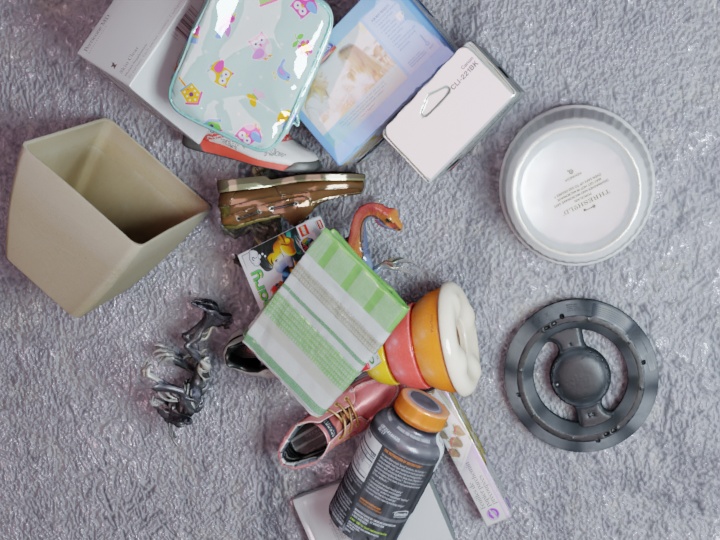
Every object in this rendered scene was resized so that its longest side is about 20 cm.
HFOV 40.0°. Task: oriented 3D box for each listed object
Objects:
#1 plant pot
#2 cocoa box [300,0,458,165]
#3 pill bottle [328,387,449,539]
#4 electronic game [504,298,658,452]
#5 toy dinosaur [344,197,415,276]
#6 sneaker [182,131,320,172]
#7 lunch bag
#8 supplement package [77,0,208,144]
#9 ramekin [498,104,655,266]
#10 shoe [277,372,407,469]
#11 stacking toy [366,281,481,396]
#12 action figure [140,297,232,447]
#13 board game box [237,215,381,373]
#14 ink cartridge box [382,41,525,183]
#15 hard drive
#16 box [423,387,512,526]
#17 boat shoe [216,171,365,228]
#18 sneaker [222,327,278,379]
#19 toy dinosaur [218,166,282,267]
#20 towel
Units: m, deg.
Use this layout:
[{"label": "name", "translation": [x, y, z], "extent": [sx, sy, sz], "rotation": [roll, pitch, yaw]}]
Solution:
[{"label": "plant pot", "translation": [-0.360, -0.060, 1.333], "extent": [0.199, 0.200, 0.178], "rotation": [41, 116, 4]}, {"label": "cocoa box", "translation": [0.016, -0.247, 1.238], "extent": [0.200, 0.131, 0.134], "rotation": [-42, 88, 16]}, {"label": "pill bottle", "translation": [0.043, 0.255, 1.298], "extent": [0.105, 0.106, 0.202], "rotation": [28, 106, 7]}, {"label": "electronic game", "translation": [0.286, 0.137, 1.285], "extent": [0.197, 0.042, 0.203], "rotation": [2, 98, 13]}, {"label": "toy dinosaur", "translation": [0.000, 0.000, 1.267], "extent": [0.104, 0.183, 0.200], "rotation": [29, 60, 26]}, {"label": "sneaker", "translation": [-0.142, -0.200, 1.313], "extent": [0.199, 0.067, 0.110], "rotation": [15, 104, 16]}, {"label": "lunch bag", "translation": [-0.124, -0.245, 1.151], "extent": [0.159, 0.077, 0.202], "rotation": [24, 104, -14]}, {"label": "supplement package", "translation": [-0.220, -0.294, 1.232], "extent": [0.110, 0.156, 0.201], "rotation": [31, 86, 31]}, {"label": "ramekin", "translation": [0.266, -0.102, 1.224], "extent": [0.199, 0.094, 0.206], "rotation": [2, 99, 13]}, {"label": "shoe", "translation": [-0.023, 0.202, 1.341], "extent": [0.199, 0.091, 0.072], "rotation": [-33, 91, 16]}, {"label": "stacking toy", "translation": [0.049, 0.100, 1.286], "extent": [0.197, 0.146, 0.148], "rotation": [-10, 97, 19]}, {"label": "action figure", "translation": [-0.251, 0.136, 1.375], "extent": [0.101, 0.119, 0.202], "rotation": [22, 94, -10]}, {"label": "board game box", "translation": [-0.066, 0.047, 1.263], "extent": [0.125, 0.034, 0.202], "rotation": [-23, 90, 32]}, {"label": "ink cartridge box", "translation": [0.117, -0.191, 1.188], "extent": [0.084, 0.200, 0.144], "rotation": [46, 106, 2]}, {"label": "hard drive", "translation": [0.018, 0.348, 1.389], "extent": [0.198, 0.026, 0.133], "rotation": [-23, 93, 15]}, {"label": "box", "translation": [0.144, 0.245, 1.337], "extent": [0.038, 0.041, 0.202], "rotation": [-27, 91, 16]}, {"label": "boat shoe", "translation": [-0.089, -0.093, 1.306], "extent": [0.197, 0.072, 0.069], "rotation": [-5, 95, -2]}, {"label": "sneaker", "translation": [-0.096, 0.126, 1.353], "extent": [0.197, 0.080, 0.075], "rotation": [4, 98, 10]}, {"label": "toy dinosaur", "translation": [-0.139, -0.044, 1.354], "extent": [0.087, 0.047, 0.203], "rotation": [-12, 99, 8]}, {"label": "towel", "translation": [-0.044, 0.066, 1.223], "extent": [0.149, 0.031, 0.201], "rotation": [44, 115, 10]}]
